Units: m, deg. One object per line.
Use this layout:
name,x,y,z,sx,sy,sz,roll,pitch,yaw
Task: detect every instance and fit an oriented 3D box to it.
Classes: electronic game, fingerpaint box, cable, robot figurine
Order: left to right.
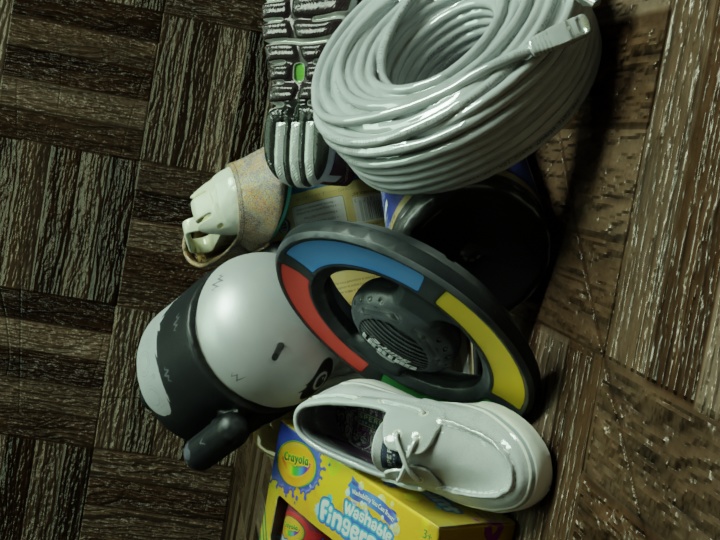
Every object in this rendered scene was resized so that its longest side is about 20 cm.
robot figurine,-0.096,0.065,1.024,0.200,0.124,0.152,-34,74,50
fingerpaint box,0.005,0.217,0.935,0.199,0.073,0.169,26,107,52
electronic game,0.029,0.038,0.873,0.042,0.199,0.200,-56,-2,-25
cable,0.062,-0.139,0.871,0.199,0.069,0.201,-32,36,11

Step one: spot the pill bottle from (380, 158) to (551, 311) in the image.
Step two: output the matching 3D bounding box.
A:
pill bottle,0.069,-0.061,0.952,0.201,0.111,0.113,-96,18,-58

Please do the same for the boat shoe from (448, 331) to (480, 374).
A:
boat shoe,0.057,0.115,0.992,0.060,0.073,0.202,144,137,-70

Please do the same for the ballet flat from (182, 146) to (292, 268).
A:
ballet flat,-0.107,-0.042,1.063,0.200,0.067,0.069,129,132,-64

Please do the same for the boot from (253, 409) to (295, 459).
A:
boot,0.016,0.190,1.116,0.073,0.199,0.156,-58,-38,-16

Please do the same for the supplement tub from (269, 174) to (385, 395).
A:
supplement tub,0.000,0.000,1.101,0.145,0.143,0.202,154,105,-79

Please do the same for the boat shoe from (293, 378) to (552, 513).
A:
boat shoe,0.034,0.113,0.861,0.199,0.068,0.073,20,111,45

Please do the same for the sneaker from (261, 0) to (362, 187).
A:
sneaker,-0.020,-0.158,1.000,0.115,0.075,0.202,9,-92,-63
